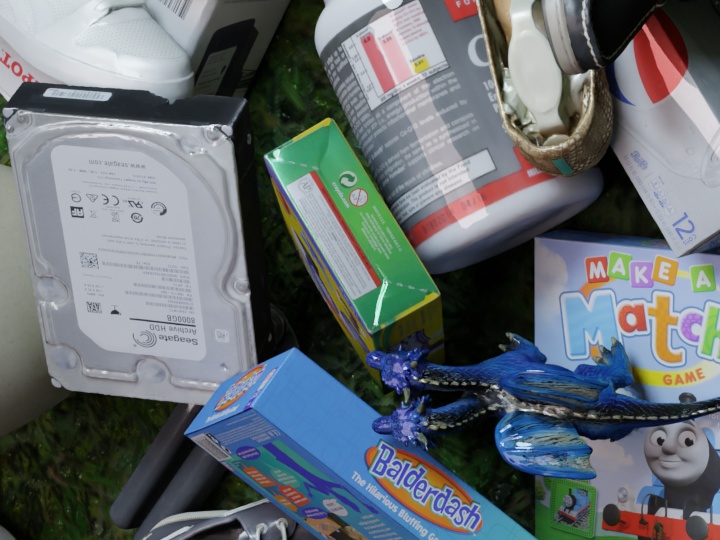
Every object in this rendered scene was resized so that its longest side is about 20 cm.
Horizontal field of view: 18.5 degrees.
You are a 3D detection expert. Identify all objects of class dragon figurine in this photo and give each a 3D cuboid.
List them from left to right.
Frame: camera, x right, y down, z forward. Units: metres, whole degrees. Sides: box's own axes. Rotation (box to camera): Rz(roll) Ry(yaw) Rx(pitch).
[{"bbox_3d":[0.103,0.072,1.152,0.200,0.099,0.059,10,106,19],"label":"dragon figurine"}]

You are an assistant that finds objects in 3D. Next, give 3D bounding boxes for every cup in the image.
[{"bbox_3d":[-0.231,0.014,1.422,0.200,0.143,0.200,18,112,53],"label":"cup"}]

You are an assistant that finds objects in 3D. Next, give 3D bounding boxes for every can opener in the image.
[{"bbox_3d":[-0.107,0.101,1.405,0.053,0.067,0.200,45,116,23],"label":"can opener"}]

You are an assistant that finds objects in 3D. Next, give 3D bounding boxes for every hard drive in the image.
[{"bbox_3d":[-0.126,-0.011,1.283,0.140,0.038,0.200,6,127,14],"label":"hard drive"}]

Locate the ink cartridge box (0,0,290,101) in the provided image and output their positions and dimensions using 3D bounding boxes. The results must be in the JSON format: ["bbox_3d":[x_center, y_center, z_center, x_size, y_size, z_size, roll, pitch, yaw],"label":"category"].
[{"bbox_3d":[-0.132,-0.167,1.361,0.145,0.084,0.200,42,120,24],"label":"ink cartridge box"}]

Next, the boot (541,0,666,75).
[{"bbox_3d":[0.183,-0.171,1.069,0.151,0.200,0.073,5,135,31],"label":"boot"}]

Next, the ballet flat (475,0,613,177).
[{"bbox_3d":[0.086,-0.146,1.119,0.070,0.065,0.200,-16,91,15],"label":"ballet flat"}]

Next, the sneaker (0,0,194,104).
[{"bbox_3d":[-0.166,-0.182,1.284,0.200,0.074,0.116,33,120,28],"label":"sneaker"}]

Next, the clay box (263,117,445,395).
[{"bbox_3d":[0.000,0.000,1.236,0.048,0.200,0.115,-30,76,-5],"label":"clay box"}]

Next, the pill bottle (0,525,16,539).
[{"bbox_3d":[-0.308,0.272,1.566,0.112,0.112,0.200,38,119,26],"label":"pill bottle"}]

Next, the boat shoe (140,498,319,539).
[{"bbox_3d":[-0.055,0.175,1.362,0.200,0.063,0.073,-13,101,24],"label":"boat shoe"}]

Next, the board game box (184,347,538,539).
[{"bbox_3d":[0.007,0.129,1.238,0.200,0.045,0.152,39,161,-9],"label":"board game box"}]

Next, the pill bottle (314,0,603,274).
[{"bbox_3d":[0.044,-0.109,1.218,0.116,0.116,0.200,-30,81,37],"label":"pill bottle"}]

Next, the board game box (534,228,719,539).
[{"bbox_3d":[0.166,0.083,1.212,0.151,0.037,0.200,6,102,37],"label":"board game box"}]

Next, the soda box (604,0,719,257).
[{"bbox_3d":[0.155,-0.109,1.163,0.063,0.068,0.200,-37,75,36],"label":"soda box"}]
